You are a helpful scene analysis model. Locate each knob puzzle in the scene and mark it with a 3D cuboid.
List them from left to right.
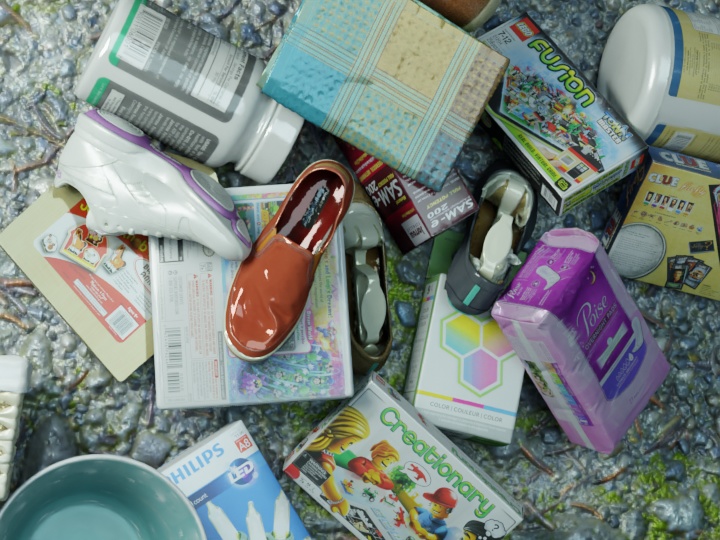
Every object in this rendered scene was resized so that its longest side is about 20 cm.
[{"bbox_3d":[-0.212,-0.027,1.667,0.218,0.030,0.222,2,83,-16],"label":"knob puzzle"}]

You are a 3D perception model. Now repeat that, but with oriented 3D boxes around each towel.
[{"bbox_3d":[0.021,-0.182,1.631,0.199,0.022,0.147,29,90,-11],"label":"towel"}]

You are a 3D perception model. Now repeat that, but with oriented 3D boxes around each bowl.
[{"bbox_3d":[-0.242,0.265,1.586,0.199,0.105,0.203,2,83,-17],"label":"bowl"}]

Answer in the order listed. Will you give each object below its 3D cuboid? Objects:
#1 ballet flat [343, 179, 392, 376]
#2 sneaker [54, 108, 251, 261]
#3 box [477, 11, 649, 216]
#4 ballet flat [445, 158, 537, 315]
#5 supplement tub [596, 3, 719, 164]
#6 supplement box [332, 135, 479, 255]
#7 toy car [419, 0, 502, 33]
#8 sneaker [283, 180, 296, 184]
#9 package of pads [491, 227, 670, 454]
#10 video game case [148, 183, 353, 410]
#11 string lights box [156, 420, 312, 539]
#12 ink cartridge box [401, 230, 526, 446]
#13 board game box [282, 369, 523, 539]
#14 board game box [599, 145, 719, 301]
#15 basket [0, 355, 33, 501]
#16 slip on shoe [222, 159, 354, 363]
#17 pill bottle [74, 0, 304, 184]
[{"bbox_3d":[0.000,0.000,1.707,0.067,0.072,0.202,-3,84,-18],"label":"ballet flat"},{"bbox_3d":[-0.188,-0.059,1.614,0.199,0.075,0.100,35,102,8],"label":"sneaker"},{"bbox_3d":[0.179,-0.157,1.753,0.110,0.035,0.200,-31,65,-18],"label":"box"},{"bbox_3d":[0.137,-0.045,1.720,0.073,0.073,0.201,32,53,-11],"label":"ballet flat"},{"bbox_3d":[0.354,-0.182,1.798,0.198,0.145,0.146,9,81,-16],"label":"supplement tub"},{"bbox_3d":[0.027,-0.122,1.705,0.061,0.109,0.201,-31,89,-17],"label":"supplement box"},{"bbox_3d":[0.029,-0.302,1.679,0.199,0.157,0.165,29,78,-35],"label":"toy car"},{"bbox_3d":[-0.082,0.014,1.679,0.088,0.074,0.202,1,83,-18],"label":"sneaker"},{"bbox_3d":[0.217,0.069,1.722,0.121,0.075,0.200,-53,128,-25],"label":"package of pads"},{"bbox_3d":[-0.102,0.023,1.639,0.180,0.024,0.202,-4,83,0],"label":"video game case"},{"bbox_3d":[-0.107,0.252,1.652,0.102,0.059,0.201,-32,94,-18],"label":"string lights box"},{"bbox_3d":[0.109,0.063,1.739,0.103,0.059,0.202,15,79,-13],"label":"ink cartridge box"},{"bbox_3d":[0.041,0.207,1.686,0.200,0.035,0.126,42,104,-8],"label":"board game box"},{"bbox_3d":[0.353,-0.040,1.798,0.199,0.035,0.136,14,121,-15],"label":"board game box"},{"bbox_3d":[-0.387,0.130,1.533,0.198,0.136,0.124,5,85,-9],"label":"basket"},{"bbox_3d":[-0.066,-0.011,1.601,0.074,0.061,0.201,28,85,1],"label":"slip on shoe"},{"bbox_3d":[-0.155,-0.166,1.657,0.199,0.113,0.114,28,77,-12],"label":"pill bottle"}]
